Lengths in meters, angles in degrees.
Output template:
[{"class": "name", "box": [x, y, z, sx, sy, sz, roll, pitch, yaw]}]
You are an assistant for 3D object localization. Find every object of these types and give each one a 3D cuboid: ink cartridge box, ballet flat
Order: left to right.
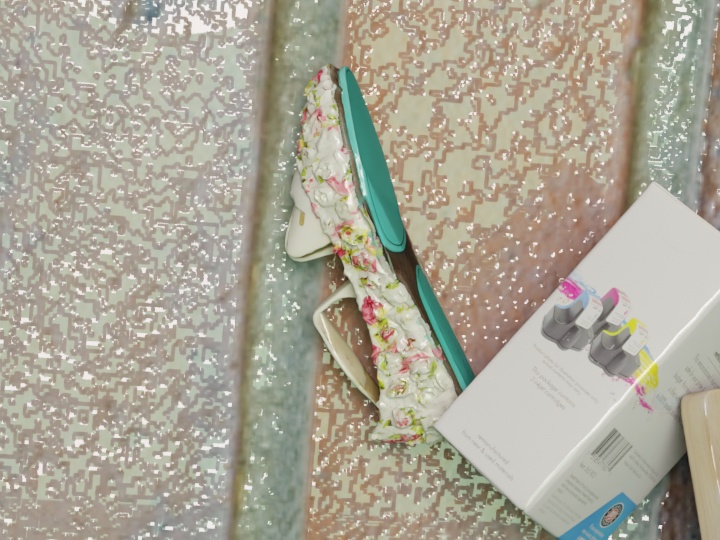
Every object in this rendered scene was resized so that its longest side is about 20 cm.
[{"class": "ballet flat", "box": [0.000, 0.000, 0.858, 0.064, 0.076, 0.200, -20, 97, 12]}, {"class": "ink cartridge box", "box": [0.141, 0.037, 0.853, 0.200, 0.115, 0.068, -47, 60, 0]}]

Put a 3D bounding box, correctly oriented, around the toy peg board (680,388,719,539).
[{"class": "toy peg board", "box": [0.271, 0.143, 0.834, 0.199, 0.098, 0.200, -3, 81, -37]}]
